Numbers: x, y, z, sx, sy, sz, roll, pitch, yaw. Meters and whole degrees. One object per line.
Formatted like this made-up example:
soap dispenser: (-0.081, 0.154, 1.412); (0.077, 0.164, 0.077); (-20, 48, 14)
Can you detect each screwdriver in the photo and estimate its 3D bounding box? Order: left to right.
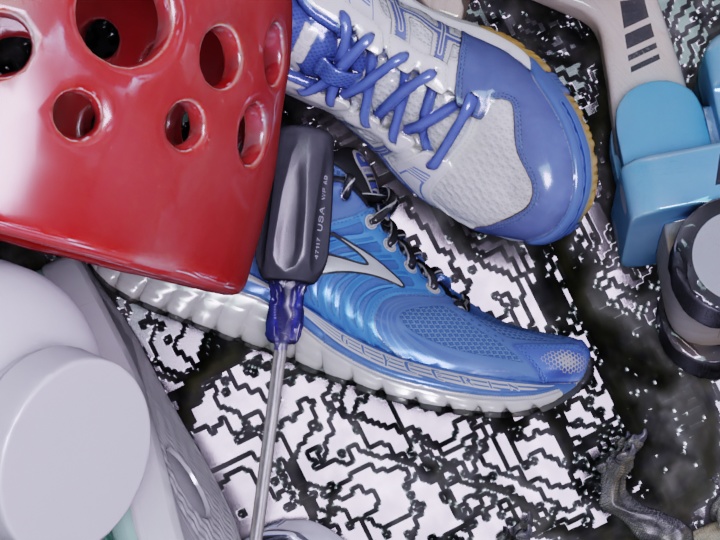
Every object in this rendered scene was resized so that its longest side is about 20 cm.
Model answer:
screwdriver: (-0.032, 0.044, 1.094); (0.028, 0.029, 0.200); (6, 89, 6)

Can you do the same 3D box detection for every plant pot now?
plant pot: (-0.114, -0.099, 1.014); (0.200, 0.200, 0.183); (16, 89, 0)

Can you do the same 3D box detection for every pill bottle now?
pill bottle: (-0.167, 0.041, 1.026); (0.200, 0.111, 0.111); (17, 86, 40)

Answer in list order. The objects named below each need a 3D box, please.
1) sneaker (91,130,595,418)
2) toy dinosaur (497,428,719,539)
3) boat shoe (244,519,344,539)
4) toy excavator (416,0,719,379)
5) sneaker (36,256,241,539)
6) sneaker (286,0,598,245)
sneaker: (0.000, 0.000, 1.135); (0.200, 0.079, 0.089); (21, 89, 0)
toy dinosaur: (0.108, 0.119, 1.149); (0.200, 0.047, 0.088); (-41, 95, 1)
boat shoe: (0.022, 0.177, 1.119); (0.200, 0.068, 0.072); (43, 112, 5)
toy excavator: (0.126, -0.064, 1.144); (0.194, 0.100, 0.200); (-10, 73, -1)
sneaker: (-0.120, 0.087, 1.091); (0.118, 0.200, 0.074); (-33, 129, 0)
sneaker: (0.000, -0.075, 1.103); (0.200, 0.088, 0.075); (41, 118, 26)
